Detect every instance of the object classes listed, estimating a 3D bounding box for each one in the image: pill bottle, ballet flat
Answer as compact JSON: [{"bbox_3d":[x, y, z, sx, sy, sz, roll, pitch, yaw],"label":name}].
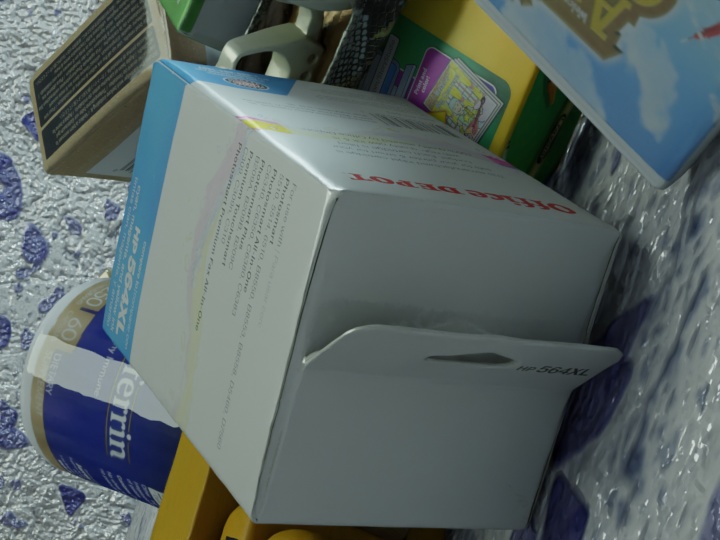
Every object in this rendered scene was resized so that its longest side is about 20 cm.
[{"bbox_3d":[-0.080,0.079,0.841,0.115,0.198,0.117,-29,-54,-51],"label":"pill bottle"},{"bbox_3d":[-0.026,-0.110,0.687,0.072,0.071,0.202,-88,22,-62],"label":"ballet flat"}]

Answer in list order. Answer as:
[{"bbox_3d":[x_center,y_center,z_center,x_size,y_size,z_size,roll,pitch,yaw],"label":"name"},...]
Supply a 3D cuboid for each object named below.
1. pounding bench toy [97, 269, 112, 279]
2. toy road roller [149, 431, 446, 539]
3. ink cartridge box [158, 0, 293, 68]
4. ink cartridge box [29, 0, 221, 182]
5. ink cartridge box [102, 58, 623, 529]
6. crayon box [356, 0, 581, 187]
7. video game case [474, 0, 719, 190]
[{"bbox_3d":[-0.083,-0.012,1.000,0.124,0.199,0.158,13,-81,-55],"label":"pounding bench toy"},{"bbox_3d":[-0.013,0.135,0.640,0.146,0.122,0.202,-34,36,51],"label":"toy road roller"},{"bbox_3d":[-0.057,-0.210,0.788,0.146,0.083,0.200,-62,32,20],"label":"ink cartridge box"},{"bbox_3d":[-0.090,-0.120,1.001,0.164,0.198,0.076,-31,65,45],"label":"ink cartridge box"},{"bbox_3d":[-0.004,0.010,0.601,0.200,0.127,0.127,41,120,55],"label":"ink cartridge box"},{"bbox_3d":[0.037,-0.079,0.722,0.058,0.118,0.202,-9,-52,-50],"label":"crayon box"},{"bbox_3d":[0.073,-0.149,0.490,0.022,0.200,0.183,-34,-14,-34],"label":"video game case"}]
